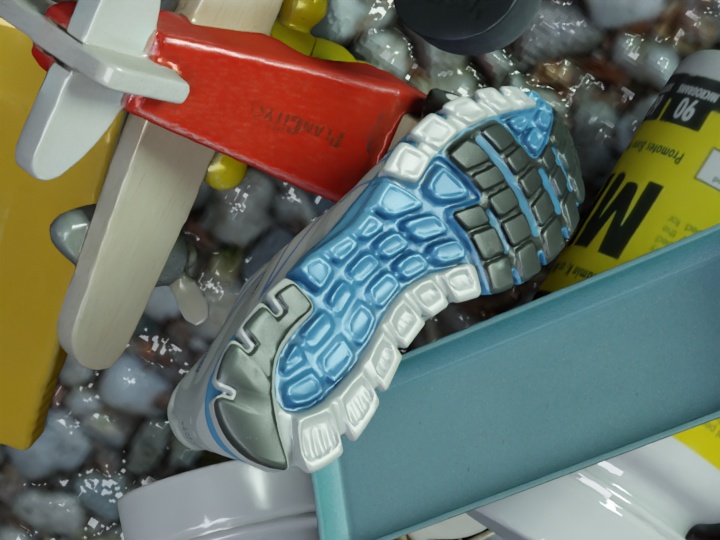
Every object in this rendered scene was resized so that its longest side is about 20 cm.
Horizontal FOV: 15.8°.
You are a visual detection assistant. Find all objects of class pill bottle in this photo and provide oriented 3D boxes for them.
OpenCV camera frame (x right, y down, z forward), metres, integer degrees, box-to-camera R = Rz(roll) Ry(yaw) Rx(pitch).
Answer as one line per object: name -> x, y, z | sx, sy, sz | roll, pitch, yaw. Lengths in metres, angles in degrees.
pill bottle -> 0.123, 0.026, 1.002 | 0.114, 0.114, 0.200 | 32, 83, 0
pill bottle -> -0.037, 0.184, 1.095 | 0.120, 0.120, 0.200 | -17, 79, 16

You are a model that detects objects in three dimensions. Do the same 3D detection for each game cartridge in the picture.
game cartridge -> -0.199, -0.032, 1.132 | 0.176, 0.032, 0.200 | 21, 113, 4

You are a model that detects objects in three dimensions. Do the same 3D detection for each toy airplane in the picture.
toy airplane -> -0.059, -0.078, 1.029 | 0.200, 0.141, 0.199 | -27, 122, -10

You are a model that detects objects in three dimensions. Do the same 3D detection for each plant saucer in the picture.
plant saucer -> 0.065, 0.046, 0.946 | 0.200, 0.019, 0.070 | -24, 61, 30

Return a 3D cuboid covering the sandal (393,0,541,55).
sandal -> 0.054, -0.181, 0.975 | 0.076, 0.043, 0.200 | -1, 72, 30

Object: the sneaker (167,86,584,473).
sneaker -> 0.000, 0.000, 0.972 | 0.075, 0.200, 0.087 | 56, 151, -12

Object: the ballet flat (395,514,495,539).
ballet flat -> 0.087, 0.072, 1.089 | 0.200, 0.062, 0.067 | -34, 98, 18
